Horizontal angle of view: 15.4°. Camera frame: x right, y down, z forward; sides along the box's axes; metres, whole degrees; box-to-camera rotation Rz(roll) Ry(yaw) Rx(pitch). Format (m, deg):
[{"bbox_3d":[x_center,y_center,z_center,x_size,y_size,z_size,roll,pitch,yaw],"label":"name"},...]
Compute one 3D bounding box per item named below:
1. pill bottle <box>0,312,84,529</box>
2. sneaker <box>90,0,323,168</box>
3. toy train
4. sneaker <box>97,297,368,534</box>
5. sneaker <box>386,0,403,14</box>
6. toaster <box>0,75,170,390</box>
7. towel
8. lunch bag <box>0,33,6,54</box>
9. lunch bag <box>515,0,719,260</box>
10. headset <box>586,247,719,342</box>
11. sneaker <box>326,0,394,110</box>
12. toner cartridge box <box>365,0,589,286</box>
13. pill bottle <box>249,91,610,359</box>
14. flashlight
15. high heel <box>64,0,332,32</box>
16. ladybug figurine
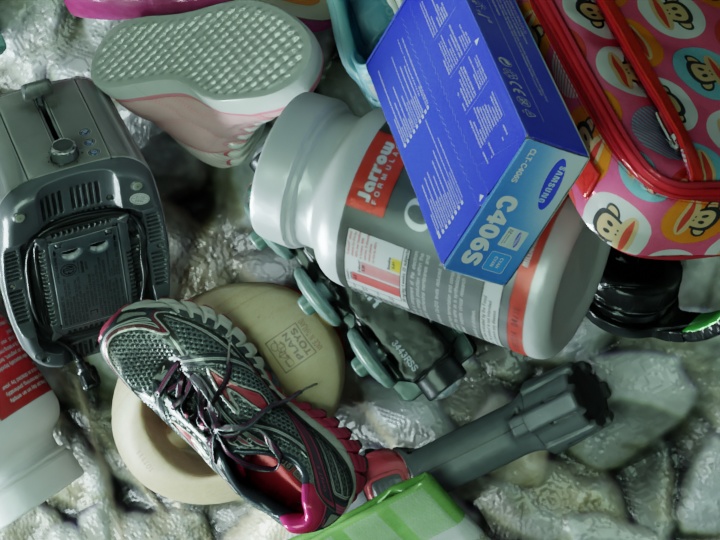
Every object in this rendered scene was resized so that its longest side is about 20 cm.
[{"bbox_3d":[-0.285,0.084,1.886,0.112,0.112,0.200,-34,90,30],"label":"pill bottle"},{"bbox_3d":[-0.076,-0.116,1.718,0.200,0.105,0.075,5,64,46],"label":"sneaker"},{"bbox_3d":[0.000,0.000,1.724,0.085,0.114,0.200,-39,85,3],"label":"toy train"},{"bbox_3d":[-0.086,0.091,1.731,0.200,0.075,0.081,35,118,7],"label":"sneaker"},{"bbox_3d":[0.075,-0.139,1.643,0.074,0.116,0.200,-31,94,28],"label":"sneaker"},{"bbox_3d":[-0.194,-0.032,1.770,0.113,0.129,0.200,-16,136,-11],"label":"toaster"},{"bbox_3d":[0.051,0.229,1.785,0.149,0.031,0.200,-30,113,27],"label":"towel"},{"bbox_3d":[-0.365,-0.157,1.797,0.170,0.200,0.122,-12,100,27],"label":"lunch bag"},{"bbox_3d":[0.163,-0.097,1.545,0.082,0.176,0.200,-61,42,41],"label":"lunch bag"},{"bbox_3d":[0.151,-0.012,1.650,0.200,0.094,0.124,7,123,41],"label":"headset"},{"bbox_3d":[0.024,-0.118,1.692,0.074,0.082,0.200,-23,95,30],"label":"sneaker"},{"bbox_3d":[0.062,-0.091,1.498,0.043,0.200,0.095,16,123,-26],"label":"toner cartridge box"},{"bbox_3d":[0.042,-0.031,1.596,0.200,0.116,0.116,20,114,18],"label":"pill bottle"},{"bbox_3d":[0.074,0.120,1.758,0.200,0.068,0.068,-28,129,25],"label":"flashlight"},{"bbox_3d":[-0.109,-0.178,1.758,0.200,0.067,0.096,17,138,8],"label":"high heel"},{"bbox_3d":[-0.082,0.078,1.810,0.200,0.072,0.136,-35,90,30],"label":"ladybug figurine"}]
